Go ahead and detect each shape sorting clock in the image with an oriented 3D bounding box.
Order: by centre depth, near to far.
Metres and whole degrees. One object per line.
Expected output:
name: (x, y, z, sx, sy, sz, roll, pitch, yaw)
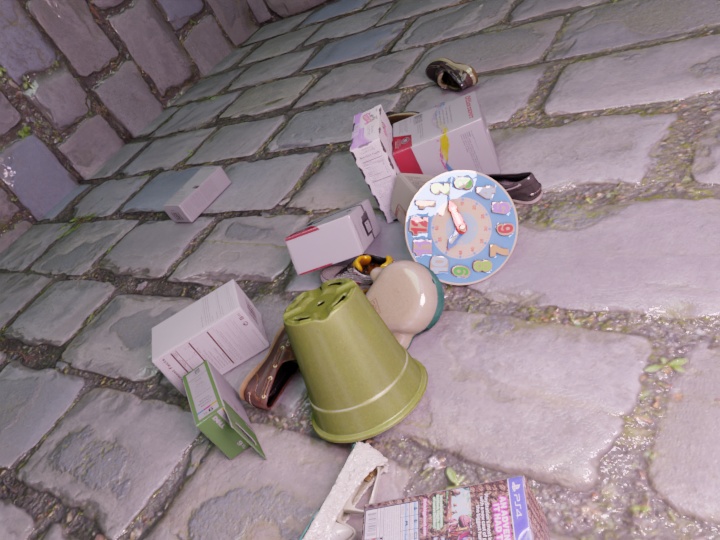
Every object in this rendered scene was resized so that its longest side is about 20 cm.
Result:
shape sorting clock: (0.176, -0.074, 1.064, 0.200, 0.200, 0.039, -28, 5, 5)

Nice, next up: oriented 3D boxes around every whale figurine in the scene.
whale figurine: (0.060, 0.068, 1.066, 0.200, 0.104, 0.159, -37, 61, 31)

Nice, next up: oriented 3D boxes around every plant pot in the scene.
plant pot: (-0.024, 0.120, 0.932, 0.200, 0.190, 0.200, -22, 21, 9)

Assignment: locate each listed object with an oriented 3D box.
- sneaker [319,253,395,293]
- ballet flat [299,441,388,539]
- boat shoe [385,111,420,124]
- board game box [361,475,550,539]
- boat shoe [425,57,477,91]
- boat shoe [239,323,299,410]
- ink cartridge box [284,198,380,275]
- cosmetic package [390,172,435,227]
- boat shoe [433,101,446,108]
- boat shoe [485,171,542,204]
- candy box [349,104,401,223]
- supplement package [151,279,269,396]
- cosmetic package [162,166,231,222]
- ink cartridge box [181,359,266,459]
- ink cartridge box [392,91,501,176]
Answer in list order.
sneaker: (0.000, 0.000, 1.198, 0.200, 0.082, 0.078, -3, 43, 36)
ballet flat: (-0.022, 0.322, 0.822, 0.072, 0.072, 0.200, 2, 46, 40)
boat shoe: (0.083, -0.400, 1.654, 0.200, 0.073, 0.065, -5, 47, 34)
board game box: (0.106, 0.337, 0.670, 0.200, 0.097, 0.160, -18, 36, 19)
boat shoe: (0.239, -0.543, 1.704, 0.065, 0.073, 0.200, -37, 34, -15)
boat shoe: (-0.134, 0.164, 1.109, 0.070, 0.070, 0.200, 11, 58, 40)
ink cartridge box: (-0.051, -0.073, 1.264, 0.145, 0.084, 0.200, -19, 11, 16)
cosmetic package: (0.140, -0.113, 1.198, 0.103, 0.087, 0.200, 2, 29, -17)
boat shoe: (0.173, -0.355, 1.546, 0.062, 0.072, 0.200, -22, 23, 44)
boat shoe: (0.271, -0.174, 1.233, 0.200, 0.057, 0.067, 10, 51, 45)
candy box: (0.053, -0.236, 1.354, 0.071, 0.200, 0.168, -18, 35, 18)
supplement package: (-0.303, 0.134, 1.231, 0.200, 0.117, 0.117, -31, 35, 0)
cosmetic package: (-0.509, -0.239, 1.911, 0.102, 0.074, 0.200, 4, 48, 40)
ink cartridge box: (-0.236, 0.250, 1.043, 0.059, 0.104, 0.200, -36, 34, -7)
ink cartridge box: (0.188, -0.268, 1.339, 0.200, 0.145, 0.145, -19, 35, 18)
